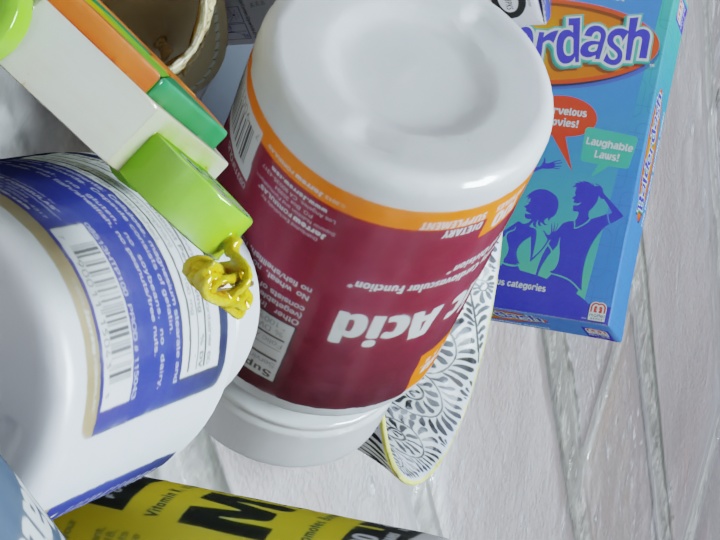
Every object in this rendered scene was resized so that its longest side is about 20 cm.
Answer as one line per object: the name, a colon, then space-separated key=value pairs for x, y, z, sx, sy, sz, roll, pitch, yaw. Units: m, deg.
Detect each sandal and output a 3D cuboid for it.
sandal: x=-0.087 y=-0.097 z=0.829 sx=0.212 sy=0.078 sz=0.070 roll=71 pitch=-5 yaw=-57

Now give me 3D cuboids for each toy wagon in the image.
toy wagon: x=-0.091 y=-0.066 z=0.708 sx=0.040 sy=0.200 sz=0.155 roll=-46 pitch=160 yaw=2

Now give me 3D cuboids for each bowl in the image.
bowl: x=0.000 y=0.000 z=1.166 sx=0.201 sy=0.094 sz=0.201 roll=9 pitch=90 yaw=-72

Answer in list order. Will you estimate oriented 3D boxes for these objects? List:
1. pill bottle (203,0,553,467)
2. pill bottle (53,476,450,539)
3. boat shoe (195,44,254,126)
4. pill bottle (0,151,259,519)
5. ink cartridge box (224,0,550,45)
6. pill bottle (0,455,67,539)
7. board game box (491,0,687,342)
pill bottle: x=-0.008 y=-0.015 z=0.923 sx=0.200 sy=0.114 sz=0.114 roll=114 pitch=0 yaw=-50
pill bottle: x=-0.067 y=0.133 z=0.844 sx=0.114 sy=0.200 sz=0.114 roll=10 pitch=90 yaw=-73
boat shoe: x=-0.049 y=-0.085 z=1.030 sx=0.066 sy=0.070 sz=0.200 roll=-107 pitch=-153 yaw=-75
pill bottle: x=-0.110 y=0.021 z=0.790 sx=0.200 sy=0.120 sz=0.120 roll=-17 pitch=115 yaw=-71
ink cartridge box: x=-0.002 y=-0.152 z=0.894 sx=0.136 sy=0.200 sz=0.076 roll=65 pitch=26 yaw=-61
pill bottle: x=-0.127 y=0.110 z=0.642 sx=0.200 sy=0.119 sz=0.120 roll=58 pitch=39 yaw=-32
board game box: x=0.089 y=-0.071 z=1.316 sx=0.045 sy=0.152 sz=0.200 roll=43 pitch=57 yaw=-69
